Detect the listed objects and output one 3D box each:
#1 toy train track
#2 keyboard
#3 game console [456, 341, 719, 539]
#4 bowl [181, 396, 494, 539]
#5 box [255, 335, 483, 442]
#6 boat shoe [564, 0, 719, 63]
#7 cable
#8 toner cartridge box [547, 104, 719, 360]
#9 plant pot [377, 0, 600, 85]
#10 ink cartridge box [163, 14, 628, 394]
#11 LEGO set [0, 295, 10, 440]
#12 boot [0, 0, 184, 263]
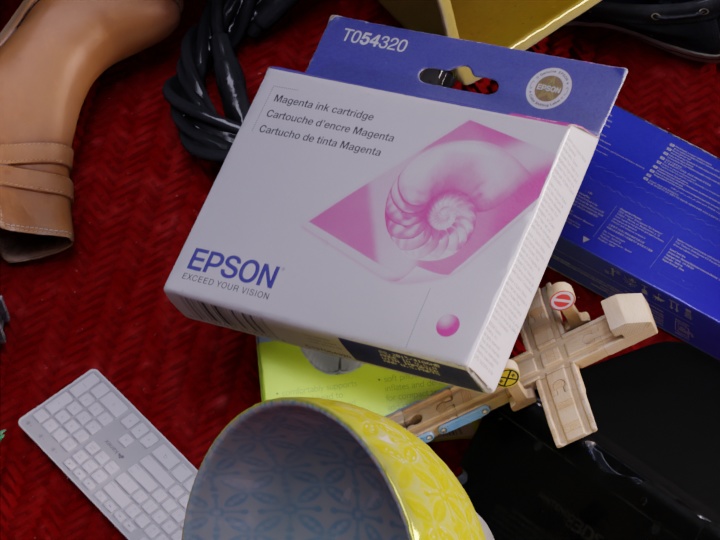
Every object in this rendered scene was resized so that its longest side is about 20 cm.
[{"bbox_3d":[0.058,0.058,1.503,0.200,0.033,0.115,-26,40,10],"label":"toy train track"},{"bbox_3d":[-0.106,0.130,1.570,0.056,0.011,0.200,-38,62,-17],"label":"keyboard"},{"bbox_3d":[0.152,0.137,1.487,0.200,0.116,0.176,34,100,49],"label":"game console"},{"bbox_3d":[0.007,0.161,1.459,0.107,0.200,0.200,-3,48,-40],"label":"bowl"},{"bbox_3d":[0.000,0.000,1.593,0.122,0.048,0.201,-8,71,5],"label":"box"},{"bbox_3d":[0.142,-0.179,1.712,0.199,0.062,0.075,18,63,20],"label":"boat shoe"},{"bbox_3d":[-0.024,-0.132,1.713,0.163,0.051,0.200,17,66,22],"label":"cable"},{"bbox_3d":[0.151,-0.035,1.629,0.200,0.043,0.095,30,64,22],"label":"toner cartridge box"},{"bbox_3d":[0.058,-0.265,1.650,0.194,0.196,0.200,-33,42,-17],"label":"plant pot"},{"bbox_3d":[0.018,-0.048,1.532,0.196,0.043,0.200,12,70,31],"label":"ink cartridge box"},{"bbox_3d":[-0.285,0.039,1.583,0.199,0.116,0.154,9,59,12],"label":"LEGO set"},{"bbox_3d":[-0.185,-0.084,1.687,0.199,0.074,0.155,-18,61,0],"label":"boot"}]
